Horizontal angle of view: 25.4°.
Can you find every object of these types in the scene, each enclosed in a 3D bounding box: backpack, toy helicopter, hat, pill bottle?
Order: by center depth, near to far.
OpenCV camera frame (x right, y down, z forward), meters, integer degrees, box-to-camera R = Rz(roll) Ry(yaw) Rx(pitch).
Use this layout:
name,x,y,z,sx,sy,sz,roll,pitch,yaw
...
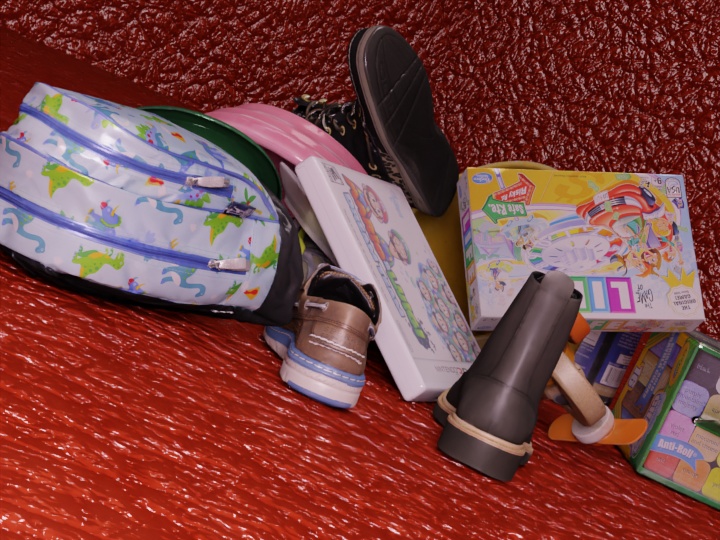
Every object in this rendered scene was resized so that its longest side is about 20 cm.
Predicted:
name,x,y,z,sx,sy,sz,roll,pitch,yaw
backpack,-0.148,-0.041,1.021,0.199,0.155,0.163,-5,29,-40
hat,-0.156,-0.014,1.250,0.164,0.178,0.201,9,-31,4
toy helicopter,0.160,0.091,1.290,0.132,0.079,0.200,47,-3,1
pill bottle,0.244,0.030,1.635,0.111,0.202,0.112,24,6,-3

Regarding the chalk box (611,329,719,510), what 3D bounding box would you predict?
name,x,y,z,sx,sy,sz,roll,pitch,yaw
chalk box,0.306,0.133,1.382,0.123,0.125,0.200,25,7,-4

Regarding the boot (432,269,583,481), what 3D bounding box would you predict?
name,x,y,z,sx,sy,sz,roll,pitch,yaw
boot,0.113,0.061,1.112,0.077,0.139,0.200,24,5,-2

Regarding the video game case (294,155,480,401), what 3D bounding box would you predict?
name,x,y,z,sx,sy,sz,roll,pitch,yaw
video game case,0.033,0.011,1.262,0.201,0.024,0.182,64,19,15

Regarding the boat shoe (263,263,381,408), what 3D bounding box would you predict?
name,x,y,z,sx,sy,sz,roll,pitch,yaw
boat shoe,-0.018,0.037,1.098,0.072,0.073,0.200,23,6,-12

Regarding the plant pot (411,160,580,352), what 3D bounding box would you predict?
name,x,y,z,sx,sy,sz,roll,pitch,yaw
plant pot,0.139,0.021,1.479,0.199,0.200,0.142,30,-17,43

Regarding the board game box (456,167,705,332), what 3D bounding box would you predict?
name,x,y,z,sx,sy,sz,roll,pitch,yaw
board game box,0.186,-0.017,1.355,0.198,0.136,0.034,1,-22,-13

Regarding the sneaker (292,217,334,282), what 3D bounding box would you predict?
name,x,y,z,sx,sy,sz,roll,pitch,yaw
sneaker,-0.050,0.010,1.308,0.081,0.074,0.200,42,6,-2

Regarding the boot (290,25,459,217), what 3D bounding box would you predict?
name,x,y,z,sx,sy,sz,roll,pitch,yaw
boot,-0.010,-0.132,1.379,0.153,0.074,0.204,14,-31,34

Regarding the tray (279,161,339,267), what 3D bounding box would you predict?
name,x,y,z,sx,sy,sz,roll,pitch,yaw
tray,0.000,0.000,1.317,0.200,0.022,0.108,48,3,-30

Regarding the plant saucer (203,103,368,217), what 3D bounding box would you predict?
name,x,y,z,sx,sy,sz,roll,pitch,yaw
plant saucer,-0.061,-0.079,1.405,0.199,0.051,0.201,29,-22,13
